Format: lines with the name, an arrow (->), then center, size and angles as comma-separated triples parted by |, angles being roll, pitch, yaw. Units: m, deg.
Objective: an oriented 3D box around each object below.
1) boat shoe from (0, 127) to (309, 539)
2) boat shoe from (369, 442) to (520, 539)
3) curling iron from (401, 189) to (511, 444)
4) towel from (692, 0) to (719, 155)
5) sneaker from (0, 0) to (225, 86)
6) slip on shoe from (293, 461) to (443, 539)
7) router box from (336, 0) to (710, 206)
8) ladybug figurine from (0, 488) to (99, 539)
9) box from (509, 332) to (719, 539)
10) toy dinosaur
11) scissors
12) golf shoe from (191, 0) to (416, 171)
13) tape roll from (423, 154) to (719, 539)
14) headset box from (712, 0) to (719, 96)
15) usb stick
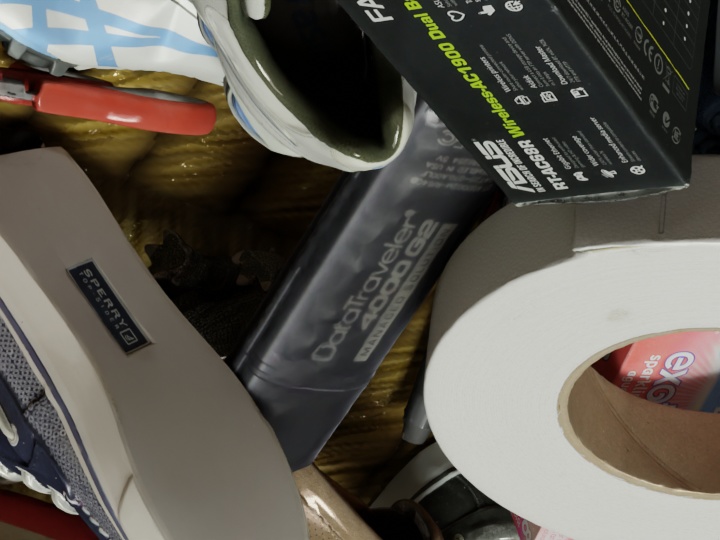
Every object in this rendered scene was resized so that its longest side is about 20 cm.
boat shoe -> -0.098, 0.054, 0.854 | 0.074, 0.201, 0.093 | -15, 159, -48
boat shoe -> 0.013, 0.156, 1.096 | 0.070, 0.064, 0.200 | 8, 134, -27
curling iron -> 0.043, 0.001, 0.952 | 0.050, 0.026, 0.201 | -38, 160, -38
towel -> 0.187, -0.087, 0.839 | 0.199, 0.112, 0.049 | -12, 136, -6
sneaker -> -0.060, -0.094, 0.785 | 0.199, 0.072, 0.073 | 12, 111, -28
slip on shoe -> 0.014, 0.123, 0.975 | 0.200, 0.076, 0.061 | 32, 98, -39
router box -> 0.038, -0.132, 0.696 | 0.062, 0.151, 0.200 | -5, 148, 30
ladybug figurine -> -0.116, 0.139, 0.896 | 0.199, 0.072, 0.136 | 32, 128, -18
box -> 0.120, 0.012, 0.938 | 0.094, 0.103, 0.201 | 0, 137, -20
toy dinosaur -> -0.050, 0.026, 0.933 | 0.200, 0.077, 0.102 | -35, 150, 13
scissors -> -0.102, -0.056, 0.752 | 0.073, 0.014, 0.200 | 16, -175, 14
golf shoe -> -0.034, -0.116, 0.698 | 0.078, 0.097, 0.201 | -32, 112, -2
tape roll -> 0.120, 0.035, 0.828 | 0.201, 0.037, 0.203 | 6, 145, 4
headset box -> 0.194, -0.138, 0.730 | 0.200, 0.093, 0.175 | -39, 147, -25
usb stick -> 0.000, 0.000, 0.836 | 0.055, 0.033, 0.200 | 6, 135, -31
